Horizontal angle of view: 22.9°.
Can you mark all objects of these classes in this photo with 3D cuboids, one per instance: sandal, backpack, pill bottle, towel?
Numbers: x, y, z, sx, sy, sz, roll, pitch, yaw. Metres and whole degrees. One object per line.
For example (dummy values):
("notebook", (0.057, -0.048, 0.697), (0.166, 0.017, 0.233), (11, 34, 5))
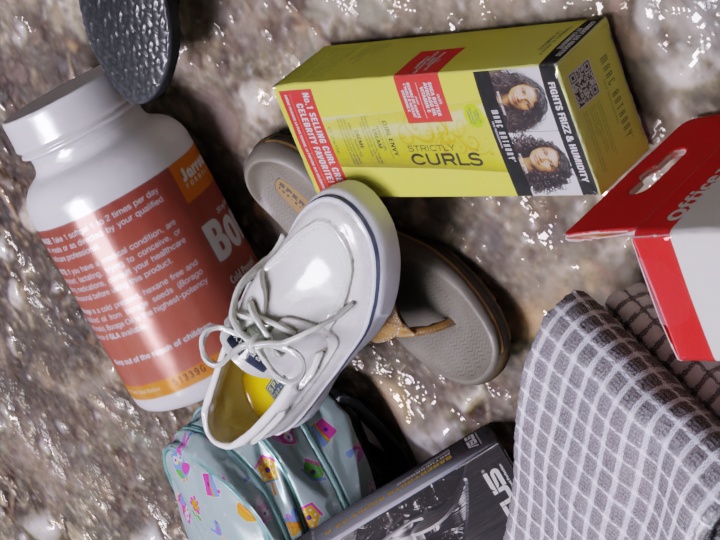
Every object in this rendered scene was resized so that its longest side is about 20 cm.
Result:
("sandal", (0.000, 0.000, 1.023), (0.200, 0.055, 0.082), (43, 143, 11))
("sandal", (-0.129, -0.196, 1.010), (0.075, 0.048, 0.202), (8, 114, 44))
("backpack", (-0.040, 0.164, 1.146), (0.166, 0.126, 0.201), (8, 123, 47))
("pill bottle", (-0.135, -0.023, 1.098), (0.112, 0.112, 0.201), (-10, 113, 49))
("towel", (0.142, 0.132, 0.898), (0.166, 0.085, 0.201), (46, 137, 47))

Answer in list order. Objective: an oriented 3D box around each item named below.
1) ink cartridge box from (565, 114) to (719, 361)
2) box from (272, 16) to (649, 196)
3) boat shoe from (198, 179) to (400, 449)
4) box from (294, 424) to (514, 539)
("ink cartridge box", (0.199, -0.019, 0.748), (0.199, 0.116, 0.068), (-1, 121, 47))
("box", (0.047, -0.080, 0.910), (0.199, 0.050, 0.076), (4, 124, 46))
("boat shoe", (-0.048, 0.035, 0.987), (0.075, 0.086, 0.202), (49, 139, 15))
("box", (0.061, 0.218, 1.064), (0.201, 0.158, 0.048), (60, 180, -11))
